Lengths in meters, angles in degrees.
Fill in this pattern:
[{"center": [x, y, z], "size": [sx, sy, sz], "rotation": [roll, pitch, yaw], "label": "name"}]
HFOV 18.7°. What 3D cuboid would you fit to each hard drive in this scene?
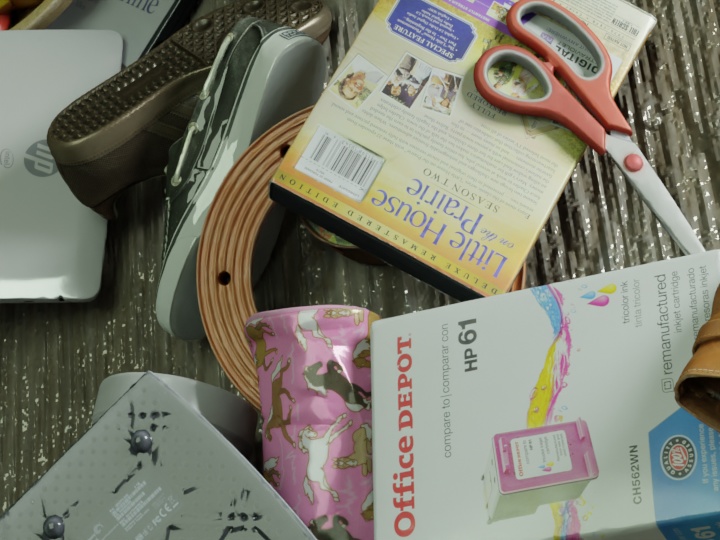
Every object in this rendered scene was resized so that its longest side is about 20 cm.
[{"center": [-0.085, 0.165, 1.125], "size": [0.135, 0.042, 0.200], "rotation": [-45, 70, 2], "label": "hard drive"}]

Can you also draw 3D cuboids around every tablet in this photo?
[{"center": [-0.226, -0.070, 1.427], "size": [0.130, 0.014, 0.201], "rotation": [0, 65, 5], "label": "tablet"}]

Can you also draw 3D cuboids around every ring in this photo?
[{"center": [0.000, 0.000, 1.254], "size": [0.200, 0.019, 0.201], "rotation": [-2, 82, 18], "label": "ring"}]

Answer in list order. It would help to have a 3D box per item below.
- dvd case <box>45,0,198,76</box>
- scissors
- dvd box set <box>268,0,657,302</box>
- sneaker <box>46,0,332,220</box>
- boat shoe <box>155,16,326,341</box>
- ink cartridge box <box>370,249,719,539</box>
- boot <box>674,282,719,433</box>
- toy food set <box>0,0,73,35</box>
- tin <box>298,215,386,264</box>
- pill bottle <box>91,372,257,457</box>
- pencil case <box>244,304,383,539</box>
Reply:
[{"center": [-0.204, -0.137, 1.498], "size": [0.142, 0.018, 0.200], "rotation": [26, 82, 40], "label": "dvd case"}, {"center": [0.147, -0.072, 1.195], "size": [0.200, 0.014, 0.073], "rotation": [41, 70, 12], "label": "scissors"}, {"center": [0.058, -0.091, 1.220], "size": [0.146, 0.029, 0.200], "rotation": [27, 71, 6], "label": "dvd box set"}, {"center": [-0.103, -0.106, 1.393], "size": [0.200, 0.076, 0.070], "rotation": [-28, 39, -9], "label": "sneaker"}, {"center": [-0.084, -0.056, 1.333], "size": [0.064, 0.071, 0.201], "rotation": [24, 92, 37], "label": "boat shoe"}, {"center": [0.108, 0.087, 1.128], "size": [0.199, 0.085, 0.145], "rotation": [-13, 60, 22], "label": "ink cartridge box"}, {"center": [0.258, 0.041, 1.019], "size": [0.199, 0.074, 0.155], "rotation": [11, 38, 31], "label": "boot"}, {"center": [-0.243, -0.240, 1.538], "size": [0.198, 0.049, 0.200], "rotation": [-36, 43, 21], "label": "toy food set"}, {"center": [0.045, -0.090, 1.300], "size": [0.200, 0.042, 0.112], "rotation": [-46, 47, 5], "label": "tin"}, {"center": [-0.123, 0.166, 1.227], "size": [0.116, 0.116, 0.201], "rotation": [-2, 66, 32], "label": "pill bottle"}, {"center": [-0.020, 0.116, 1.185], "size": [0.086, 0.083, 0.201], "rotation": [-4, 76, 8], "label": "pencil case"}]
